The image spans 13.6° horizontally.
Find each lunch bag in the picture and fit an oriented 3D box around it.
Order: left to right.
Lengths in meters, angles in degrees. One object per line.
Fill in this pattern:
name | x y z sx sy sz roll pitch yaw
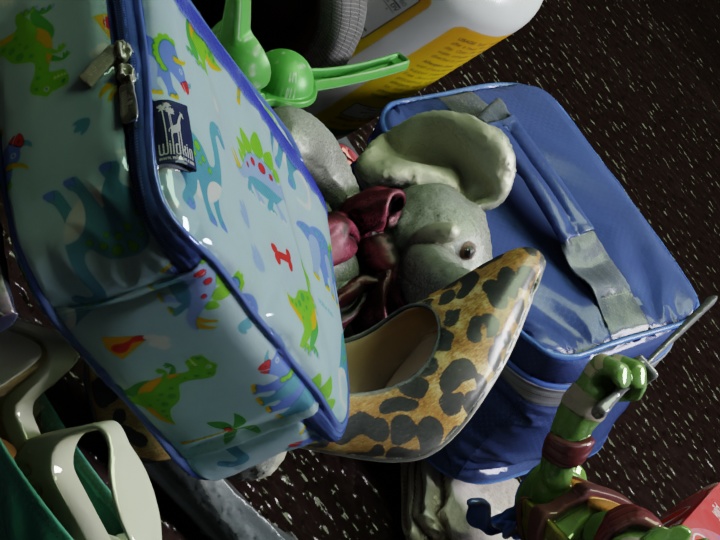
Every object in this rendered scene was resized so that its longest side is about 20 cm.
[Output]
lunch bag | -0.074 -0.026 1.202 0.200 0.082 0.161 54 20 -49
lunch bag | 0.072 -0.007 1.567 0.135 0.133 0.200 -14 60 -41

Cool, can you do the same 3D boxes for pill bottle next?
pill bottle | 0.026 -0.156 1.574 0.112 0.200 0.113 28 47 -35

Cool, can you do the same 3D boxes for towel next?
towel | 0.091 0.166 1.590 0.200 0.034 0.133 47 20 -22

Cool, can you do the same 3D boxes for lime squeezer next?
lime squeezer | -0.039 -0.108 1.418 0.038 0.071 0.200 18 -9 28

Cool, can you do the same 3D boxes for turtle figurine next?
turtle figurine | 0.156 0.112 1.443 0.194 0.199 0.145 -120 -154 -67

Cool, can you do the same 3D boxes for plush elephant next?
plush elephant | 0.000 0.000 1.437 0.200 0.154 0.166 -114 -155 -75

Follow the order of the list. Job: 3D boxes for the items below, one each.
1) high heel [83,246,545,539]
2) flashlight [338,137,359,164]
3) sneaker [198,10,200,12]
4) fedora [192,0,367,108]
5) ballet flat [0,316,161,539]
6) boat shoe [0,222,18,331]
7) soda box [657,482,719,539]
high heel | -0.019 0.026 1.318 0.143 0.200 0.071 49 -8 -23
flashlight | -0.007 -0.045 1.676 0.068 0.068 0.200 -33 88 -46
sneaker | -0.125 -0.117 1.435 0.079 0.095 0.201 82 -13 -63
fedora | -0.069 -0.173 1.506 0.176 0.200 0.091 29 56 -1
ballet flat | -0.126 0.065 1.171 0.201 0.070 0.067 57 19 10
boat shoe | -0.189 -0.036 1.142 0.075 0.092 0.201 53 14 -57
soda box | 0.176 0.173 1.641 0.070 0.063 0.200 55 17 4
